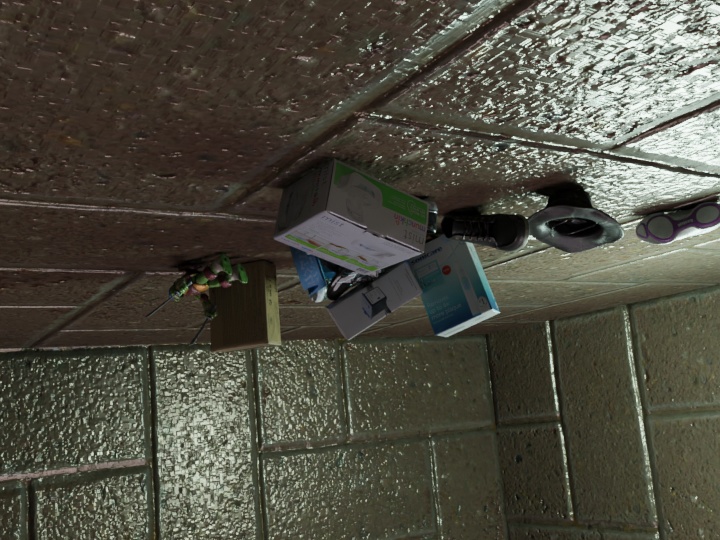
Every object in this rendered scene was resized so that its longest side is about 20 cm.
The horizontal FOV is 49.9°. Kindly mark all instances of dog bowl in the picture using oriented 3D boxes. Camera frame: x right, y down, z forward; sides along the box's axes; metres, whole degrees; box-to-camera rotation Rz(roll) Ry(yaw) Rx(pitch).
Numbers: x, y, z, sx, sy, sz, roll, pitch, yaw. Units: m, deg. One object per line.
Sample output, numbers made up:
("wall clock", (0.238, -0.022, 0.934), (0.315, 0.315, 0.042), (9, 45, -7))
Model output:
("dog bowl", (-0.115, -0.010, 1.729), (0.048, 0.114, 0.200), (-18, 169, 0))

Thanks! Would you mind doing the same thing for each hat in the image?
("hat", (0.421, -0.111, 1.536), (0.195, 0.083, 0.201), (7, 158, 3))

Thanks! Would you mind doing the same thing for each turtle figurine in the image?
("turtle figurine", (-0.361, 0.060, 1.785), (0.191, 0.145, 0.201), (-28, -154, 18))

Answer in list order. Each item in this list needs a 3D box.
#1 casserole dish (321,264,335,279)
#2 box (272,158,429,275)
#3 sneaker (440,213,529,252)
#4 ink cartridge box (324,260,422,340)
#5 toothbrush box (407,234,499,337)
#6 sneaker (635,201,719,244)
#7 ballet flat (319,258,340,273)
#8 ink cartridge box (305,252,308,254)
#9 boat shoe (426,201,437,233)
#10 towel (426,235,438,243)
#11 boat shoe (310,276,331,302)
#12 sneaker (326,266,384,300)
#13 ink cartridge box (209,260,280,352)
("casserole dish", (-0.039, -0.003, 1.933), (0.195, 0.040, 0.121), (-1, 171, 15))
("box", (-0.016, -0.080, 1.286), (0.197, 0.099, 0.175), (21, 156, -28))
("sneaker", (0.248, -0.078, 1.558), (0.104, 0.077, 0.199), (2, -178, -25))
("ink cartridge box", (0.027, 0.064, 1.731), (0.198, 0.087, 0.146), (-34, -177, -5))
("toothbrush box", (0.207, 0.028, 1.749), (0.144, 0.204, 0.085), (-24, 162, 18))
("sneaker", (0.736, -0.098, 1.778), (0.196, 0.077, 0.099), (-12, 167, 30))
("ballet flat", (-0.062, -0.038, 1.736), (0.071, 0.075, 0.200), (-5, 176, -1))
("ink cartridge box", (-0.021, -0.067, 1.521), (0.195, 0.043, 0.119), (-5, -162, -13))
("boat shoe", (0.053, -0.095, 1.447), (0.195, 0.058, 0.069), (-3, 170, -14))
("towel", (0.101, -0.055, 1.836), (0.196, 0.022, 0.146), (-13, 167, 29))
("boat shoe", (-0.092, 0.043, 1.920), (0.055, 0.071, 0.200), (-1, 178, -7))
("sneaker", (0.000, 0.000, 1.649), (0.201, 0.079, 0.075), (-50, 180, 25))
("ink cartridge box", (-0.285, 0.091, 1.899), (0.161, 0.205, 0.075), (-8, 169, 20))
